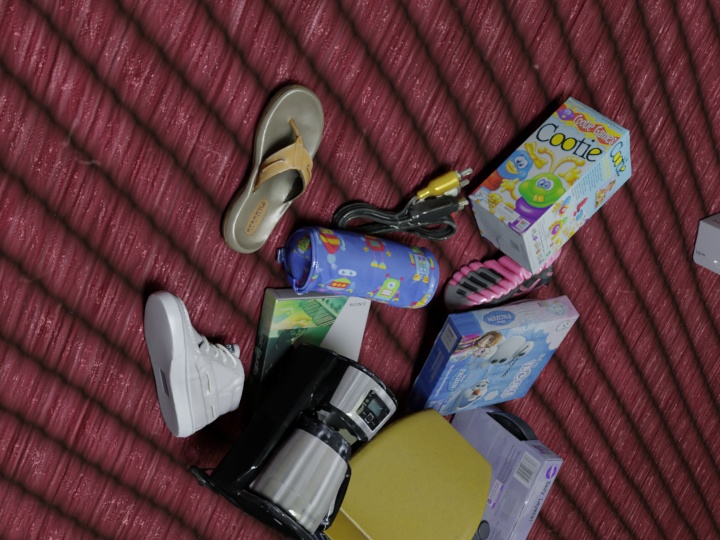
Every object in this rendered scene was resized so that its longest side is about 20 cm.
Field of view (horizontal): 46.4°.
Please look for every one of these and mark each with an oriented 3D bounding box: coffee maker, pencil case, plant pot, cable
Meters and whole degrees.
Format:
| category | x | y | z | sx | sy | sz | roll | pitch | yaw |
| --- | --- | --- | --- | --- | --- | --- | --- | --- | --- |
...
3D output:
| category | x | y | z | sx | sy | sz | roll | pitch | yaw |
| --- | --- | --- | --- | --- | --- | --- | --- | --- | --- |
| coffee maker | -0.081 | 0.191 | 0.991 | 0.201 | 0.191 | 0.135 | -55 | 154 | -24 |
| pencil case | 0.000 | 0.000 | 1.026 | 0.199 | 0.078 | 0.087 | 9 | 118 | -34 |
| plant pot | 0.063 | 0.301 | 1.132 | 0.200 | 0.194 | 0.196 | -43 | 172 | -23 |
| cable | 0.055 | -0.072 | 1.078 | 0.198 | 0.051 | 0.098 | -14 | 138 | -16 |

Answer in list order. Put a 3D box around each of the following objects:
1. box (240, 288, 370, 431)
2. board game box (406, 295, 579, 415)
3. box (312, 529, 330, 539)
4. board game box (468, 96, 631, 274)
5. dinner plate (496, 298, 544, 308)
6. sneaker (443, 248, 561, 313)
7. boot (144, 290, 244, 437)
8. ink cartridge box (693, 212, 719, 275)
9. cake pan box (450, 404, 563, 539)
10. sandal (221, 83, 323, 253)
| category | x | y | z | sx | sy | sz | roll | pitch | yaw |
| --- | --- | --- | --- | --- | --- | --- | --- | --- | --- |
| box | -0.069 | 0.117 | 1.076 | 0.143 | 0.036 | 0.202 | -3 | 114 | -35 |
| board game box | 0.185 | 0.127 | 1.199 | 0.197 | 0.044 | 0.201 | -9 | 141 | -26 |
| box | 0.000 | 0.496 | 1.210 | 0.198 | 0.200 | 0.124 | 30 | 101 | -41 |
| board game box | 0.257 | -0.114 | 1.130 | 0.200 | 0.103 | 0.105 | -43 | 146 | -8 |
| dinner plate | 0.200 | 0.104 | 1.237 | 0.199 | 0.024 | 0.201 | -18 | 142 | -15 |
| sneaker | 0.206 | 0.025 | 1.207 | 0.199 | 0.079 | 0.096 | -25 | 137 | -21 |
| boot | -0.186 | 0.096 | 0.967 | 0.095 | 0.073 | 0.201 | -23 | 133 | -31 |
| ink cartridge box | 0.706 | -0.052 | 1.467 | 0.199 | 0.144 | 0.085 | -21 | 124 | -26 |
| cake pan box | 0.191 | 0.311 | 1.265 | 0.052 | 0.184 | 0.201 | 9 | 107 | -42 |
| sandal | -0.090 | -0.105 | 0.933 | 0.080 | 0.054 | 0.201 | 18 | 102 | -40 |
